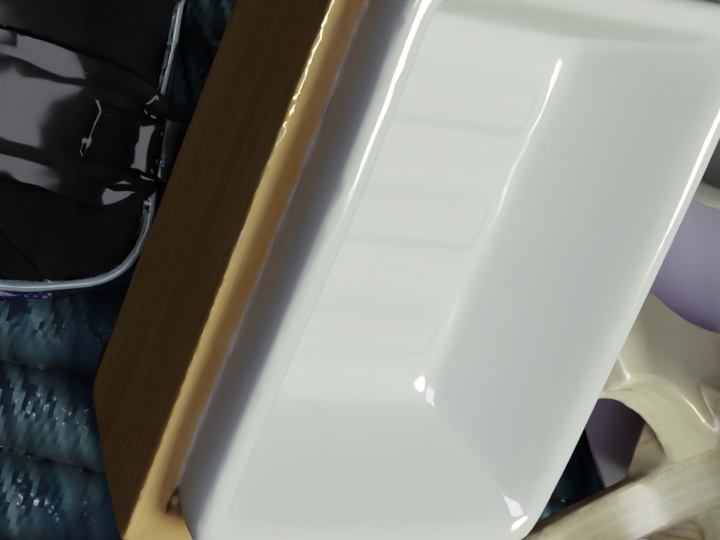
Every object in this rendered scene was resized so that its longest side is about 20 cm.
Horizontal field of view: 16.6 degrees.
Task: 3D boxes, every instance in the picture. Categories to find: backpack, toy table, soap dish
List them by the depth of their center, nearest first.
[{"bbox_3d":[0.015,-0.016,0.721,0.157,0.081,0.201,4,115,-43],"label":"soap dish"},{"bbox_3d":[-0.160,-0.087,0.743,0.199,0.150,0.179,8,91,-25],"label":"backpack"},{"bbox_3d":[0.123,0.070,0.824,0.184,0.117,0.201,-39,80,29],"label":"toy table"}]

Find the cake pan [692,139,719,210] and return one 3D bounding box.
[{"bbox_3d":[0.156,-0.106,0.825,0.199,0.037,0.202,-5,72,14],"label":"cake pan"}]
